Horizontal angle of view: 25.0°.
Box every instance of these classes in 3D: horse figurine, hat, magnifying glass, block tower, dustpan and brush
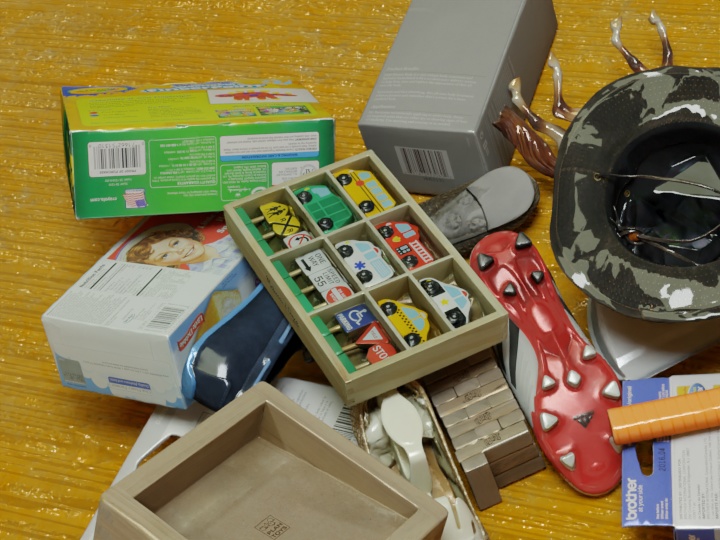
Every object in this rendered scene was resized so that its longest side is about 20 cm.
[{"bbox_3d":[0.201,-0.123,1.260,0.199,0.050,0.133,-26,76,-11],"label":"horse figurine"},{"bbox_3d":[0.226,-0.040,1.118,0.199,0.081,0.202,-8,61,15],"label":"hat"},{"bbox_3d":[0.260,0.081,1.047,0.199,0.022,0.080,-13,49,6],"label":"magnifying glass"},{"bbox_3d":[0.070,0.071,1.163,0.058,0.054,0.201,-24,49,1],"label":"block tower"},{"bbox_3d":[0.208,-0.006,1.183,0.139,0.057,0.200,-25,55,-5],"label":"dustpan and brush"}]

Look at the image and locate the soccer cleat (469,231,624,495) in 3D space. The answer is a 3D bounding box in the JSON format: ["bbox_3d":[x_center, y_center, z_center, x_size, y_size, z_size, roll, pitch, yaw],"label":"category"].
[{"bbox_3d":[0.132,0.066,1.139,0.068,0.085,0.201,-24,72,-5],"label":"soccer cleat"}]

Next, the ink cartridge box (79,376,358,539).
[{"bbox_3d":[-0.089,0.165,1.152,0.175,0.045,0.201,11,57,27],"label":"ink cartridge box"}]

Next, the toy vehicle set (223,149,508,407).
[{"bbox_3d":[0.000,0.000,1.143,0.124,0.027,0.200,-23,47,-17],"label":"toy vehicle set"}]

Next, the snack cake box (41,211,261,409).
[{"bbox_3d":[-0.136,0.015,1.237,0.114,0.068,0.200,7,35,27],"label":"snack cake box"}]

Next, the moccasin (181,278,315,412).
[{"bbox_3d":[-0.047,0.044,1.182,0.068,0.081,0.200,32,56,18],"label":"moccasin"}]

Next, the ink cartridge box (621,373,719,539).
[{"bbox_3d":[0.270,0.123,1.049,0.199,0.042,0.120,-2,52,11],"label":"ink cartridge box"}]

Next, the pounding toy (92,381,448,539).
[{"bbox_3d":[-0.054,0.210,0.997,0.200,0.143,0.184,33,41,22],"label":"pounding toy"}]

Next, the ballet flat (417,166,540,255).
[{"bbox_3d":[0.046,-0.027,1.264,0.199,0.046,0.068,-24,79,8],"label":"ballet flat"}]

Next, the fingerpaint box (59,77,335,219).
[{"bbox_3d":[-0.132,-0.099,1.279,0.199,0.074,0.167,-4,19,-13],"label":"fingerpaint box"}]

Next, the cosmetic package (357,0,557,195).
[{"bbox_3d":[0.084,-0.162,1.329,0.106,0.090,0.201,7,53,26],"label":"cosmetic package"}]

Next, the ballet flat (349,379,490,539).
[{"bbox_3d":[0.040,0.150,1.074,0.070,0.065,0.201,-21,62,-10],"label":"ballet flat"}]
